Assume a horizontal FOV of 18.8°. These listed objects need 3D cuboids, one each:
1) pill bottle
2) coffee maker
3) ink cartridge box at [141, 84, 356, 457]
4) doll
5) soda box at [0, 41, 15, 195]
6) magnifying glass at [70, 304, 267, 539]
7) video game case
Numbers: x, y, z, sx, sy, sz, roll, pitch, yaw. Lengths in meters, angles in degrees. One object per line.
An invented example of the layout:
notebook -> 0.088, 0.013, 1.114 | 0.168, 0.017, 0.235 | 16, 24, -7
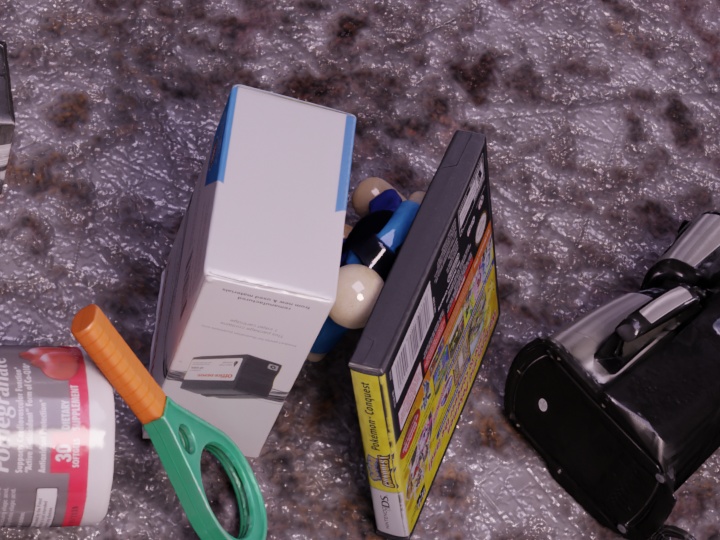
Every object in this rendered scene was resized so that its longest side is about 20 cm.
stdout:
pill bottle -> -0.253, 0.100, 1.305 | 0.199, 0.111, 0.111 | 1, 58, -16
coffee maker -> 0.226, 0.083, 1.462 | 0.200, 0.135, 0.192 | -34, 95, -30
ink cartridge box -> -0.073, 0.005, 1.366 | 0.083, 0.200, 0.145 | 12, 55, -11
doll -> 0.000, 0.000, 1.407 | 0.048, 0.137, 0.200 | 34, 12, -7
soda box -> -0.261, -0.059, 1.351 | 0.071, 0.200, 0.064 | -1, 59, -17
magnifying glass -> -0.113, 0.099, 1.322 | 0.200, 0.022, 0.080 | 54, 24, -30
video game case -> 0.045, 0.043, 1.390 | 0.025, 0.181, 0.200 | 12, 52, 17
